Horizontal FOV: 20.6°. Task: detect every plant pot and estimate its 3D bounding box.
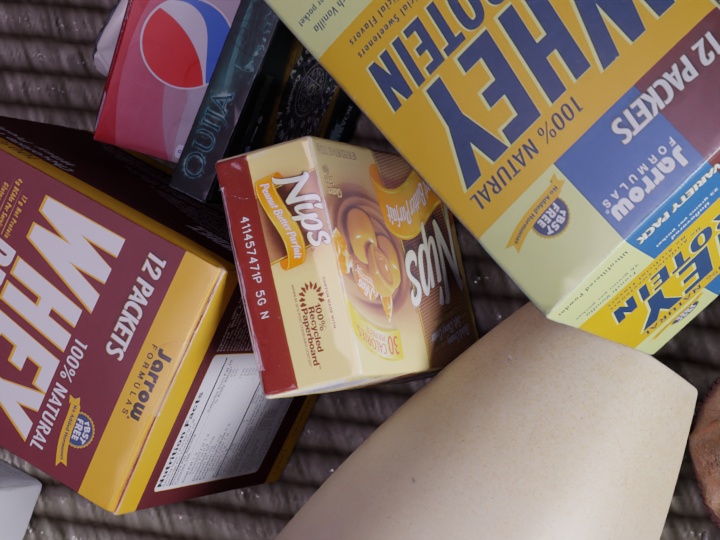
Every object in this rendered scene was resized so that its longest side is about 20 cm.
[{"bbox_3d":[0.076,0.118,1.001,0.187,0.187,0.200,33,90,18],"label":"plant pot"}]

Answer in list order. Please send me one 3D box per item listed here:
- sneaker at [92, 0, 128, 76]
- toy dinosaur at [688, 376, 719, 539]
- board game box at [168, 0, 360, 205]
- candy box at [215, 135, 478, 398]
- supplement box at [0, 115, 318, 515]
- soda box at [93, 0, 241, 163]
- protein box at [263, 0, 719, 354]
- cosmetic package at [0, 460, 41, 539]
[{"bbox_3d":[-0.071,-0.177,1.117,0.080,0.078,0.200,32,106,-1],"label":"sneaker"},{"bbox_3d":[0.201,0.115,0.995,0.135,0.086,0.200,-26,69,38],"label":"toy dinosaur"},{"bbox_3d":[-0.024,-0.127,1.052,0.028,0.135,0.200,26,98,23],"label":"board game box"},{"bbox_3d":[0.000,0.000,1.006,0.055,0.200,0.116,-13,84,19],"label":"candy box"},{"bbox_3d":[-0.136,0.017,1.058,0.197,0.200,0.133,28,99,19],"label":"supplement box"},{"bbox_3d":[-0.083,-0.159,1.053,0.070,0.063,0.200,15,108,-9],"label":"soda box"},{"bbox_3d":[0.092,-0.085,0.886,0.135,0.198,0.200,-45,70,10],"label":"protein box"},{"bbox_3d":[-0.310,0.193,1.122,0.123,0.200,0.200,24,97,20],"label":"cosmetic package"}]
